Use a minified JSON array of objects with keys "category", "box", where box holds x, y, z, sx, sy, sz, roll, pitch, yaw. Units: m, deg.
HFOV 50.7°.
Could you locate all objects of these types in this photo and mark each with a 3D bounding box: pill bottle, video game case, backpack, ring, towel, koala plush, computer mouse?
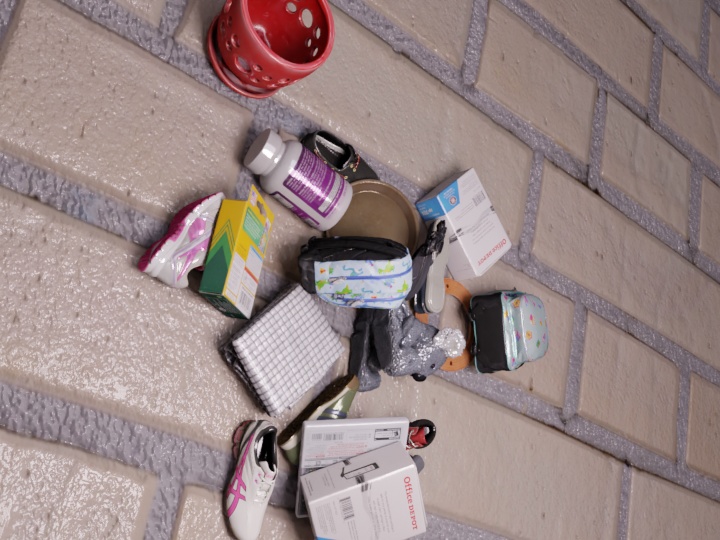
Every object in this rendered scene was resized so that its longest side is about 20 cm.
[{"category":"pill bottle","box":[-0.118,-0.172,1.426,0.199,0.111,0.114,37,61,-27]},{"category":"video game case","box":[-0.016,0.354,1.370,0.195,0.023,0.187,1,107,-18]},{"category":"backpack","box":[0.333,0.129,1.679,0.199,0.150,0.181,-2,82,-65]},{"category":"ring","box":[0.191,0.118,1.666,0.197,0.019,0.206,8,77,-36]},{"category":"towel","box":[-0.141,0.144,1.366,0.200,0.085,0.168,-42,108,-37]},{"category":"koala plush","box":[0.098,0.145,1.498,0.196,0.176,0.188,15,62,-30]},{"category":"backpack","box":[0.000,0.000,1.403,0.163,0.195,0.158,-62,138,-76]},{"category":"computer mouse","box":[0.116,0.001,1.525,0.052,0.201,0.139,36,28,-3]}]

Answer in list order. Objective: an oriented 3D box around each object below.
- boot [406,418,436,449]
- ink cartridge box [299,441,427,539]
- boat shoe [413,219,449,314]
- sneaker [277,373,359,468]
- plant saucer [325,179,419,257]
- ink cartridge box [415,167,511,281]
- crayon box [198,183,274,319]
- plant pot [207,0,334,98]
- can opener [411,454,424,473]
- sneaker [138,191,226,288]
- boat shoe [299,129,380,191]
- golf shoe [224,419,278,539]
[{"category":"boot","box":[0.045,0.327,1.432,0.197,0.143,0.074,-17,91,-38]},{"category":"ink cartridge box","box":[0.006,0.410,1.336,0.195,0.084,0.149,-16,112,-12]},{"category":"boat shoe","box":[0.147,-0.008,1.609,0.074,0.061,0.206,16,73,-45]},{"category":"sneaker","box":[-0.062,0.288,1.408,0.199,0.067,0.091,-41,107,-30]},{"category":"plant saucer","box":[0.023,-0.083,1.529,0.195,0.029,0.206,3,76,-12]},{"category":"ink cartridge box","box":[0.232,-0.102,1.700,0.146,0.085,0.203,-37,104,-36]},{"category":"crayon box","box":[-0.212,-0.033,1.323,0.126,0.050,0.205,60,39,-64]},{"category":"plant pot","box":[-0.172,-0.431,1.392,0.197,0.181,0.206,8,77,-35]},{"category":"can opener","box":[0.044,0.413,1.471,0.199,0.053,0.068,-37,104,-37]},{"category":"sneaker","box":[-0.288,-0.049,1.298,0.088,0.081,0.202,48,63,-25]},{"category":"boat shoe","box":[-0.033,-0.215,1.534,0.199,0.062,0.075,28,63,-32]},{"category":"golf shoe","box":[-0.181,0.356,1.285,0.071,0.091,0.206,12,75,-36]}]
